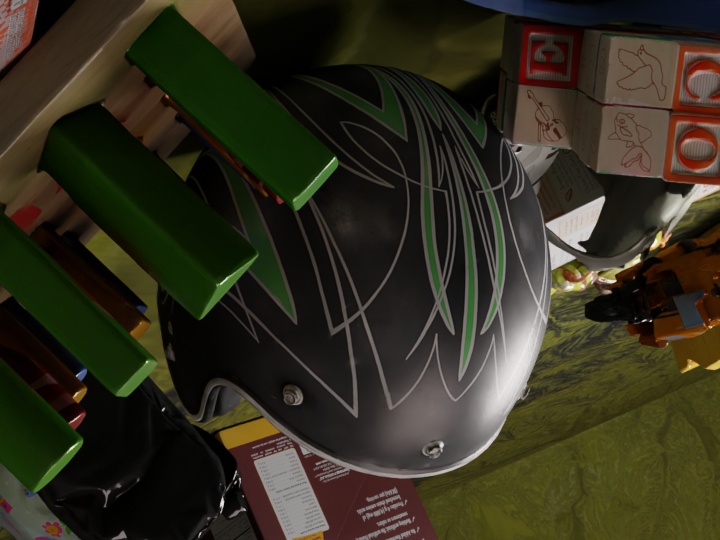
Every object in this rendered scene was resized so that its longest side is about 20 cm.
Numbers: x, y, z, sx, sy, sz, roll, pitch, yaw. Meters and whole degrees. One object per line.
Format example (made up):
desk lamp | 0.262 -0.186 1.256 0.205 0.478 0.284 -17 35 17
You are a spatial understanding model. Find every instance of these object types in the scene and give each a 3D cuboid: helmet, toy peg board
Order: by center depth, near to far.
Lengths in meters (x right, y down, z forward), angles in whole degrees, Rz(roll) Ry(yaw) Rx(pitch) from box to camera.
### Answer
toy peg board | -0.094 -0.008 0.588 0.200 0.098 0.199 -47 176 -2
helmet | 0.000 0.000 0.737 0.199 0.202 0.190 -17 -179 -30

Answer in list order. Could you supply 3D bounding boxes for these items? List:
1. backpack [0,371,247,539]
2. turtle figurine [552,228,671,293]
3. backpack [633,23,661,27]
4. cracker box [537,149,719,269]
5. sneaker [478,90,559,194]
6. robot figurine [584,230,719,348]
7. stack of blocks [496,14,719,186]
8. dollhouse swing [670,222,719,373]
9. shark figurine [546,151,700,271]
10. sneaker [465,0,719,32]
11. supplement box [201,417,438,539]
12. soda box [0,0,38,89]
backpack | -0.179 0.118 0.963 0.126 0.167 0.200 -37 -174 -23
turtle figurine | 0.207 -0.017 1.287 0.161 0.065 0.200 -27 -167 50
backpack | 0.289 -0.135 0.906 0.199 0.151 0.178 -23 165 -29
cracker box | 0.180 -0.064 1.125 0.199 0.058 0.134 -26 164 -2
sneaker | 0.050 -0.069 0.899 0.200 0.076 0.116 -25 159 -35
robot figurine | 0.228 0.007 0.974 0.144 0.059 0.200 -25 180 -14
stack of blocks | 0.130 -0.085 0.725 0.114 0.059 0.200 5 -168 0
dollhouse swing | 0.456 0.009 1.650 0.175 0.183 0.200 10 146 -32
shark figurine | 0.169 -0.052 1.001 0.214 0.089 0.128 -42 164 -35
sneaker | 0.122 -0.157 0.708 0.198 0.070 0.079 -1 111 -25
supplement box | -0.054 0.254 1.550 0.196 0.201 0.133 -14 162 -37
soda box | -0.163 -0.062 0.522 0.068 0.064 0.200 -37 172 -29
